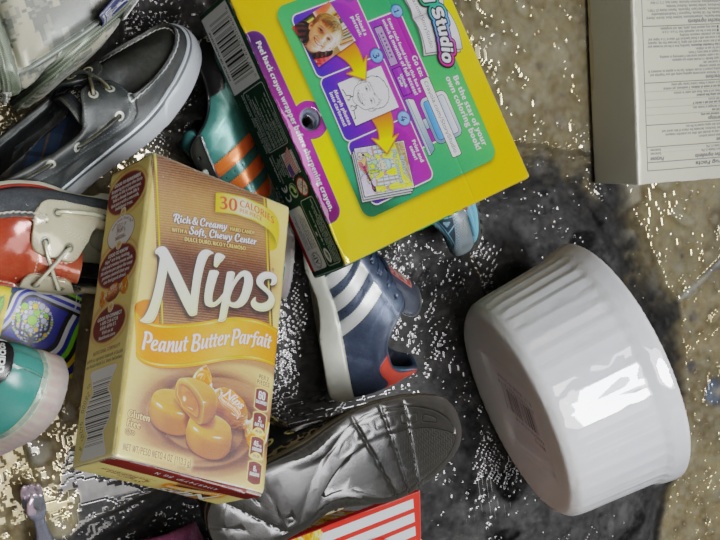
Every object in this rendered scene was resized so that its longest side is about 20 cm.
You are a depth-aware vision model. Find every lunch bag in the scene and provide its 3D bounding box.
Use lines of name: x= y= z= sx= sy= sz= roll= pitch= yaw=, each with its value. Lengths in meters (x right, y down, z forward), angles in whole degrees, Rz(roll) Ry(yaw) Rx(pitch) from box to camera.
lunch bag: x=-0.234 y=-0.175 z=0.944 sx=0.166 sy=0.200 sz=0.141 roll=-24 pitch=99 yaw=-19

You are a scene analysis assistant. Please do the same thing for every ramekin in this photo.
ramekin: x=0.161 y=0.090 z=1.145 sx=0.097 sy=0.200 sz=0.203 roll=-24 pitch=104 yaw=-12

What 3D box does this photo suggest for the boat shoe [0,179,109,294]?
boat shoe: x=-0.198 y=-0.014 z=0.989 sx=0.199 sy=0.063 sz=0.072 roll=-1 pitch=126 yaw=-47

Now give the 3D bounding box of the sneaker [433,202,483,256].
sneaker: x=0.013 y=-0.082 z=1.137 sx=0.095 sy=0.079 sz=0.201 roll=-39 pitch=100 yaw=-7

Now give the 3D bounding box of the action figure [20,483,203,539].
action figure: x=-0.197 y=0.246 z=1.074 sx=0.197 sy=0.135 sz=0.150 roll=-2 pitch=139 yaw=-11

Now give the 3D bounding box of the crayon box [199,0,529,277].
crayon box: x=0.005 y=-0.123 z=1.049 sx=0.171 sy=0.058 sz=0.202 roll=-25 pitch=93 yaw=-30

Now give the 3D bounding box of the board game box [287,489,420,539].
board game box: x=-0.027 y=0.257 z=1.109 sx=0.199 sy=0.046 sz=0.154 roll=-10 pitch=101 yaw=-53

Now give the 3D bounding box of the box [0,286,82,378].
box: x=-0.296 y=0.031 z=1.007 sx=0.198 sy=0.070 sz=0.065 roll=6 pitch=90 yaw=-24

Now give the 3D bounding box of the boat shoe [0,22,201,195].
boat shoe: x=-0.190 y=-0.104 z=1.015 sx=0.200 sy=0.068 sz=0.057 roll=-47 pitch=147 yaw=-13

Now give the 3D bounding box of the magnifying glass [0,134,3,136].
magnifying glass: x=-0.304 y=-0.046 z=1.023 sx=0.198 sy=0.022 sz=0.081 roll=-11 pitch=99 yaw=-21

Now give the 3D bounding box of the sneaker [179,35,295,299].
sneaker: x=-0.092 y=-0.076 z=1.092 sx=0.079 sy=0.071 sz=0.203 roll=-6 pitch=100 yaw=-7

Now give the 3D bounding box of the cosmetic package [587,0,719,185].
cosmetic package: x=0.249 y=-0.175 z=1.222 sx=0.102 sy=0.073 sz=0.203 roll=-5 pitch=97 yaw=-23

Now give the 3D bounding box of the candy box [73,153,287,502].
candy box: x=-0.114 y=0.040 z=0.964 sx=0.115 sy=0.055 sz=0.203 roll=21 pitch=64 yaw=-37

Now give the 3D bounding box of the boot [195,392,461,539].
boot: x=-0.039 y=0.135 z=1.083 sx=0.198 sy=0.150 sz=0.074 roll=-25 pitch=103 yaw=-18

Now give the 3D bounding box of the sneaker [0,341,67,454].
sneaker: x=-0.281 y=0.101 z=0.963 sx=0.199 sy=0.072 sz=0.079 roll=-37 pitch=135 yaw=29

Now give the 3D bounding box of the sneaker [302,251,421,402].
sneaker: x=0.000 y=0.000 z=1.114 sx=0.083 sy=0.075 sz=0.202 roll=-11 pitch=117 yaw=-2
